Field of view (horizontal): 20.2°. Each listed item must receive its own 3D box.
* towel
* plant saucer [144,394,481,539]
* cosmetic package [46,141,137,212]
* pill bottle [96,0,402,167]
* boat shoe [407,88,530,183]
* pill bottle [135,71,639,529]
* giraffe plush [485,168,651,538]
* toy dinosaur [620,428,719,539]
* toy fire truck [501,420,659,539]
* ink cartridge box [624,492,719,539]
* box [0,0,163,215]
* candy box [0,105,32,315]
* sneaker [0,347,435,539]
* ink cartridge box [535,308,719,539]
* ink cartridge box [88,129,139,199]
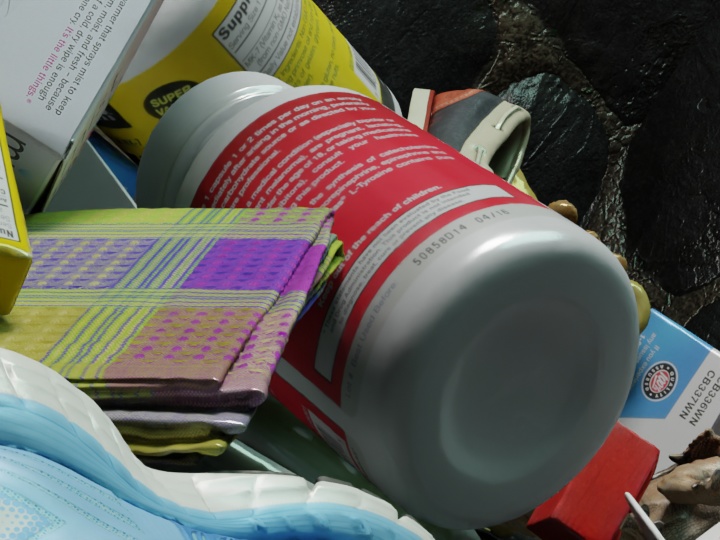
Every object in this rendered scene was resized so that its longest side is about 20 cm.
[{"bbox_3d":[-0.084,0.014,0.586,0.142,0.023,0.200,-1,15,7],"label":"towel"},{"bbox_3d":[-0.051,0.065,0.722,0.199,0.050,0.200,33,4,-2],"label":"plant saucer"},{"bbox_3d":[-0.131,-0.032,0.832,0.082,0.051,0.201,34,-19,55],"label":"cosmetic package"},{"bbox_3d":[-0.078,-0.102,0.935,0.200,0.114,0.114,45,-5,-37],"label":"pill bottle"},{"bbox_3d":[0.046,-0.024,0.963,0.062,0.072,0.201,8,35,2],"label":"boat shoe"},{"bbox_3d":[0.000,0.000,0.741,0.112,0.113,0.200,29,5,-42],"label":"pill bottle"},{"bbox_3d":[0.058,0.027,1.098,0.200,0.163,0.172,37,-3,41],"label":"giraffe plush"},{"bbox_3d":[0.151,0.132,1.013,0.136,0.199,0.086,-151,-140,-79],"label":"toy dinosaur"},{"bbox_3d":[0.040,0.079,0.870,0.140,0.049,0.200,31,-15,1],"label":"toy fire truck"},{"bbox_3d":[0.185,0.158,0.757,0.200,0.067,0.117,54,1,-26],"label":"ink cartridge box"},{"bbox_3d":[-0.141,-0.145,0.709,0.176,0.201,0.097,30,-27,-10],"label":"box"},{"bbox_3d":[-0.190,-0.042,0.543,0.199,0.027,0.102,13,31,-23],"label":"candy box"},{"bbox_3d":[-0.038,0.094,0.462,0.199,0.078,0.090,25,26,-39],"label":"sneaker"},{"bbox_3d":[0.221,0.146,1.142,0.199,0.147,0.146,34,0,27],"label":"ink cartridge box"},{"bbox_3d":[-0.216,-0.074,0.905,0.199,0.085,0.146,32,4,-36],"label":"ink cartridge box"}]
